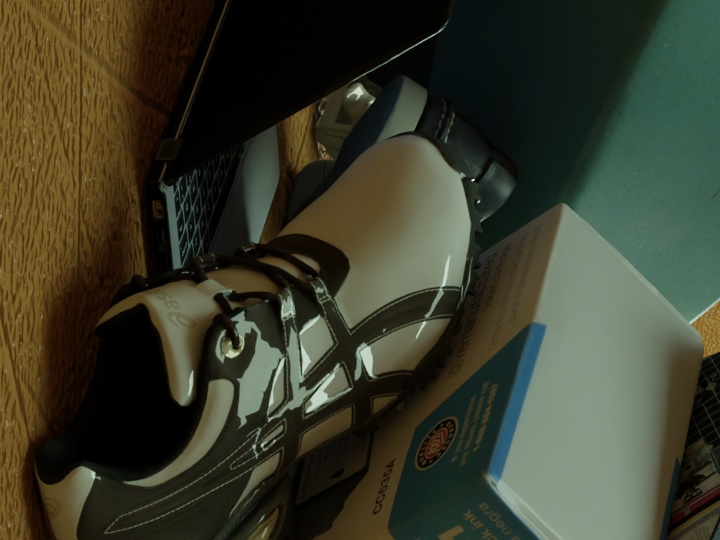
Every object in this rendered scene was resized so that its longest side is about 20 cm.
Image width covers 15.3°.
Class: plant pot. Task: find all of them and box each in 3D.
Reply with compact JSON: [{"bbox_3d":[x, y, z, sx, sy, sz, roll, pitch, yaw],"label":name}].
[{"bbox_3d":[0.114,-0.086,1.060,0.141,0.140,0.201,51,-58,48],"label":"plant pot"}]

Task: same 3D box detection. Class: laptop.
[{"bbox_3d":[-0.007,-0.062,1.050,0.188,0.115,0.201,-74,165,-52],"label":"laptop"}]

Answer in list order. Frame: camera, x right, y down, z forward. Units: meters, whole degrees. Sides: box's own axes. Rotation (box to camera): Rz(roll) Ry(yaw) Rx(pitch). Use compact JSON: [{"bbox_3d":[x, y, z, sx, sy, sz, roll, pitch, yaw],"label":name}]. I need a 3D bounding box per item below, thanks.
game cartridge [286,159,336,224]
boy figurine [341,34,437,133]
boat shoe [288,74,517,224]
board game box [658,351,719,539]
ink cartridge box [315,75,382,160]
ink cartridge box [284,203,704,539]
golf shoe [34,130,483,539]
[{"bbox_3d":[-0.015,0.057,1.304,0.133,0.041,0.202,64,30,-80],"label":"game cartridge"},{"bbox_3d":[0.033,-0.034,1.212,0.064,0.124,0.201,-32,152,-24],"label":"boy figurine"},{"bbox_3d":[0.000,0.000,1.073,0.200,0.062,0.073,-53,-167,52],"label":"boat shoe"},{"bbox_3d":[0.081,0.102,0.973,0.200,0.035,0.136,-26,-153,49],"label":"board game box"},{"bbox_3d":[0.055,-0.114,1.409,0.174,0.043,0.201,50,55,-55],"label":"ink cartridge box"},{"bbox_3d":[0.015,0.089,0.955,0.086,0.199,0.147,44,37,-20],"label":"ink cartridge box"},{"bbox_3d":[-0.031,0.021,0.891,0.201,0.077,0.095,-56,139,-20],"label":"golf shoe"}]
